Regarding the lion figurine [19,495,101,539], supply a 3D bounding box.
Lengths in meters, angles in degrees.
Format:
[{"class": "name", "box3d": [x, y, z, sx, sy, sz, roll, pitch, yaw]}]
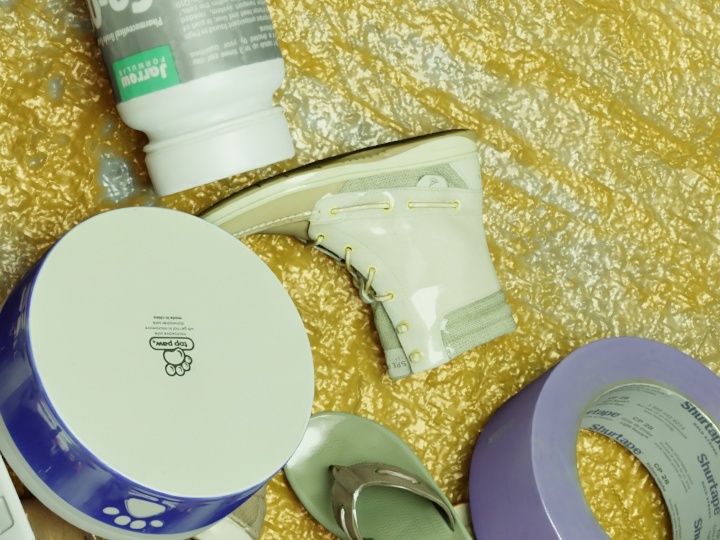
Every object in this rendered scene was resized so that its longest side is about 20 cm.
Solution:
[{"class": "lion figurine", "box3d": [-0.239, 0.173, 1.318, 0.199, 0.072, 0.123, 6, 78, -29]}]

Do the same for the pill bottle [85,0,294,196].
[{"class": "pill bottle", "box3d": [-0.113, -0.156, 1.319, 0.113, 0.113, 0.201, -17, 93, -14]}]

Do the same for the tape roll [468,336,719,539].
[{"class": "tape roll", "box3d": [0.177, 0.151, 1.369, 0.199, 0.085, 0.201, 13, 59, -23]}]

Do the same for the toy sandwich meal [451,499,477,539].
[{"class": "toy sandwich meal", "box3d": [0.080, 0.254, 1.398, 0.204, 0.070, 0.207, -1, 94, -14]}]

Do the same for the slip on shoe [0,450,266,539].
[{"class": "slip on shoe", "box3d": [-0.150, 0.126, 1.332, 0.199, 0.076, 0.061, 27, 70, -13]}]

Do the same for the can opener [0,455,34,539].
[{"class": "can opener", "box3d": [-0.254, 0.102, 1.260, 0.053, 0.066, 0.201, -33, 59, 10]}]

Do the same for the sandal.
[{"class": "sandal", "box3d": [0.023, 0.160, 1.343, 0.080, 0.057, 0.201, -41, 60, -8]}]

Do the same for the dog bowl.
[{"class": "dog bowl", "box3d": [-0.131, 0.064, 1.286, 0.199, 0.079, 0.201, 16, 57, -25]}]

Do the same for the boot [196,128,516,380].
[{"class": "boot", "box3d": [0.000, 0.000, 1.373, 0.199, 0.072, 0.156, -15, 96, -15]}]
